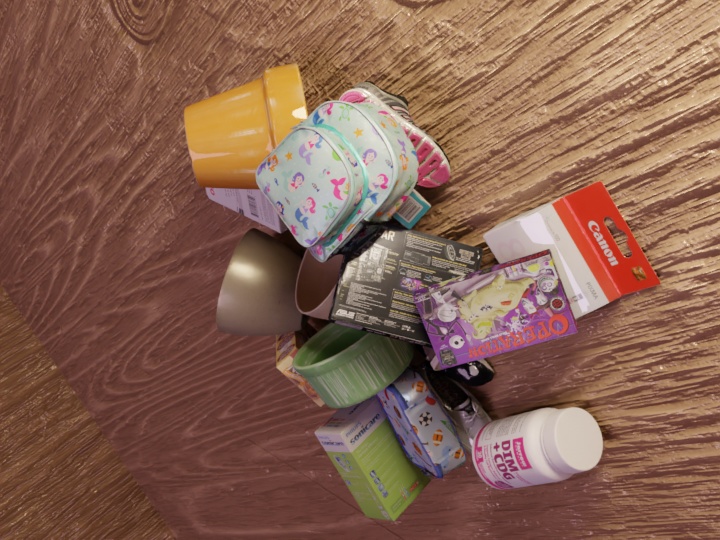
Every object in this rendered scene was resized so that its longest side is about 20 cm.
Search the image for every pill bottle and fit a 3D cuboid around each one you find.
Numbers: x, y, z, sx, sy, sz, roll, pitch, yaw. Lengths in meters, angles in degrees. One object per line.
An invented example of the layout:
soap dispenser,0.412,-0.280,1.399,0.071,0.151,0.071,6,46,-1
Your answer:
pill bottle,0.276,0.278,1.408,0.113,0.113,0.200,55,145,-2

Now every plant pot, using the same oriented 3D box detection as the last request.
plant pot,0.000,0.000,1.457,0.134,0.200,0.200,24,153,-23
plant pot,-0.169,-0.204,1.383,0.200,0.183,0.200,170,90,-87

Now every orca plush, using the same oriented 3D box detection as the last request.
orca plush,0.125,0.133,1.497,0.200,0.071,0.105,47,145,11

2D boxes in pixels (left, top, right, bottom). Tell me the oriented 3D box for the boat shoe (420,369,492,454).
boat shoe,0.175,0.238,1.529,0.200,0.072,0.069,51,162,21

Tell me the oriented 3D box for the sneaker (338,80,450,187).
sneaker,0.057,-0.204,1.297,0.200,0.087,0.074,37,127,-15

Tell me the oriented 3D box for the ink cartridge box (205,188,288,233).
ink cartridge box,-0.191,-0.174,1.593,0.200,0.084,0.146,27,137,34

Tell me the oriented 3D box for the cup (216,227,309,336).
cup,-0.158,0.038,1.631,0.143,0.200,0.200,17,136,8

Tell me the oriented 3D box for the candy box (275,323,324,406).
candy box,-0.101,0.160,1.679,0.115,0.055,0.200,44,-170,-17

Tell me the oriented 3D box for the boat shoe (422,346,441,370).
boat shoe,0.157,0.076,1.405,0.060,0.072,0.200,56,136,27

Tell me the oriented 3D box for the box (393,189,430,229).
box,0.014,-0.150,1.332,0.200,0.049,0.082,48,-171,34

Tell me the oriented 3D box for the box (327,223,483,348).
box,0.067,0.022,1.320,0.200,0.160,0.044,14,169,-5

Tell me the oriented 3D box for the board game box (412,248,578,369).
board game box,0.186,0.056,1.240,0.200,0.032,0.120,-19,108,19

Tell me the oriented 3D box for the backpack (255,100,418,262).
backpack,-0.029,-0.130,1.213,0.200,0.151,0.178,-41,75,24

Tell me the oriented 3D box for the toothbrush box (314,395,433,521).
toothbrush box,0.033,0.331,1.634,0.086,0.146,0.200,-10,115,51

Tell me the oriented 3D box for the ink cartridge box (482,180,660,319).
ink cartridge box,0.279,-0.016,1.214,0.163,0.057,0.200,58,150,-5

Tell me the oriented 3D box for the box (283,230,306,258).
box,-0.061,-0.009,1.636,0.200,0.021,0.164,23,134,38

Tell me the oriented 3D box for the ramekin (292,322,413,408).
ramekin,-0.007,0.145,1.523,0.200,0.200,0.098,-15,111,53

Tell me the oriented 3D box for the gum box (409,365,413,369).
gum box,0.044,0.231,1.698,0.170,0.045,0.200,46,145,9

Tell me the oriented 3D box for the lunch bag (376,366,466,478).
lunch bag,0.095,0.261,1.544,0.200,0.076,0.160,64,162,-14
